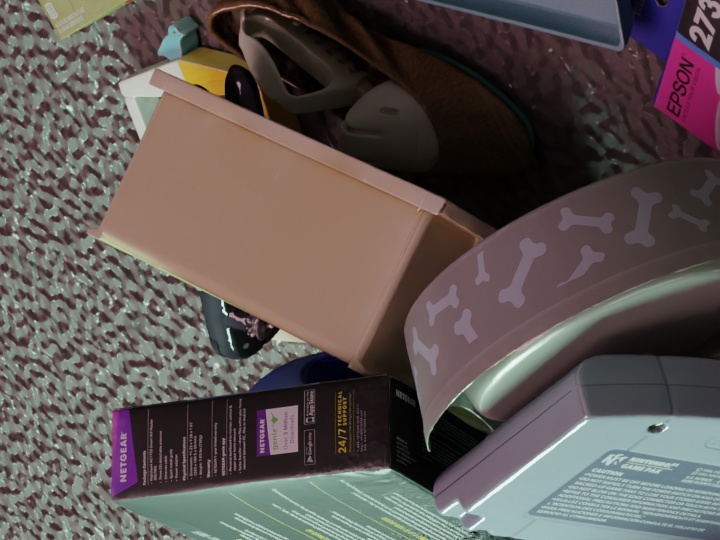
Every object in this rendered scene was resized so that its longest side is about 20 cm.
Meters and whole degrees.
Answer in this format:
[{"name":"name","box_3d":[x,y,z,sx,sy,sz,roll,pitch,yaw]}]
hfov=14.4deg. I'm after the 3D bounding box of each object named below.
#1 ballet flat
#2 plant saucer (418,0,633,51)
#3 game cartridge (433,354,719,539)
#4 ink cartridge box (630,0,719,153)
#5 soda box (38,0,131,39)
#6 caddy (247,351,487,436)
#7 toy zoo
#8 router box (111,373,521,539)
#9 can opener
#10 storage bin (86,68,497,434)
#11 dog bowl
[{"name":"ballet flat","box_3d":[-0.004,-0.096,1.482,0.200,0.072,0.068,37,140,25]},{"name":"plant saucer","box_3d":[0.058,-0.159,1.397,0.200,0.019,0.070,19,130,45]},{"name":"game cartridge","box_3d":[0.150,0.090,1.344,0.133,0.200,0.041,-37,52,43]},{"name":"ink cartridge box","box_3d":[0.193,-0.085,1.290,0.200,0.037,0.095,40,143,25]},{"name":"soda box","box_3d":[-0.111,-0.193,1.542,0.200,0.064,0.068,-21,100,55]},{"name":"caddy","box_3d":[0.017,0.127,1.576,0.200,0.141,0.105,36,145,26]},{"name":"toy zoo","box_3d":[-0.071,-0.051,1.643,0.131,0.020,0.200,4,120,49]},{"name":"router box","box_3d":[-0.012,0.107,1.412,0.149,0.200,0.051,-8,70,23]},{"name":"can opener","box_3d":[-0.074,-0.029,1.573,0.079,0.063,0.200,33,149,29]},{"name":"storage bin","box_3d":[0.000,0.000,1.461,0.200,0.094,0.198,25,179,36]},{"name":"dog bowl","box_3d":[0.110,0.017,1.313,0.059,0.200,0.200,66,148,19]}]
